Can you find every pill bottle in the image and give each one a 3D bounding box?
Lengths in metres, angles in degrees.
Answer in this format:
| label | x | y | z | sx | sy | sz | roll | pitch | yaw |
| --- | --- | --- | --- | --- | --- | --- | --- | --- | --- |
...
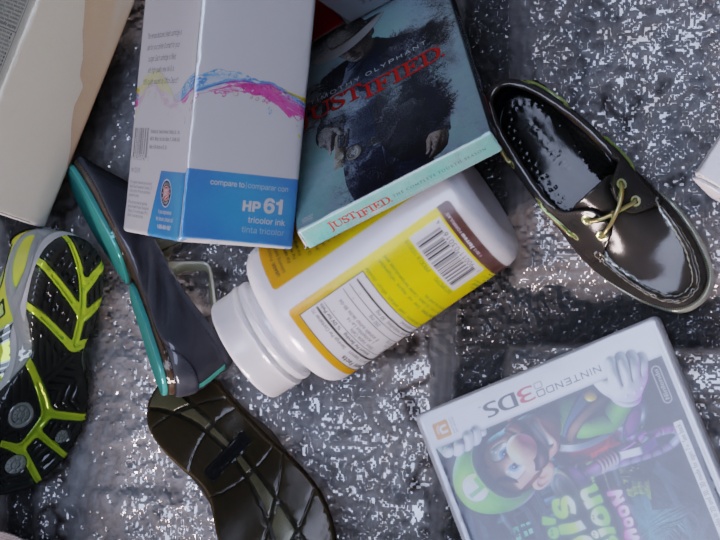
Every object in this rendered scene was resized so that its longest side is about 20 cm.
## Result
| label | x | y | z | sx | sy | sz | roll | pitch | yaw |
| --- | --- | --- | --- | --- | --- | --- | --- | --- | --- |
| pill bottle | 0.000 | 0.000 | 1.406 | 0.200 | 0.109 | 0.109 | -34 | 77 | 11 |

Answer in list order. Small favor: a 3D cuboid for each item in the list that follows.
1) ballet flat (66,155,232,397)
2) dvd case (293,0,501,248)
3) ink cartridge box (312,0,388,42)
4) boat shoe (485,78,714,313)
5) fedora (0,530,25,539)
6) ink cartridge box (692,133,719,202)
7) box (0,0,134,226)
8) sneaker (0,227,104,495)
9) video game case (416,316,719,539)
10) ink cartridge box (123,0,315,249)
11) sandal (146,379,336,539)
| label | x | y | z | sx | sy | sz | roll | pitch | yaw |
| --- | --- | --- | --- | --- | --- | --- | --- | --- | --- |
| ballet flat | -0.144 | -0.003 | 1.475 | 0.073 | 0.073 | 0.200 | -32 | 67 | 12 |
| dvd case | 0.011 | -0.114 | 1.397 | 0.146 | 0.022 | 0.200 | -26 | 39 | 14 |
| ink cartridge box | -0.026 | -0.282 | 1.437 | 0.175 | 0.084 | 0.200 | -30 | 72 | 11 |
| boat shoe | 0.155 | -0.050 | 1.389 | 0.072 | 0.061 | 0.201 | -45 | 75 | 9 |
| fedora | -0.320 | 0.224 | 1.477 | 0.200 | 0.177 | 0.090 | -40 | 47 | 10 |
| ink cartridge box | 0.302 | -0.117 | 1.306 | 0.086 | 0.146 | 0.200 | 31 | 95 | 14 |
| box | -0.242 | -0.143 | 1.488 | 0.095 | 0.078 | 0.200 | 27 | 95 | 49 |
| sneaker | -0.240 | 0.065 | 1.503 | 0.076 | 0.075 | 0.200 | 25 | 100 | 51 |
| video game case | 0.154 | 0.156 | 1.393 | 0.182 | 0.023 | 0.200 | -24 | 80 | 14 |
| ink cartridge box | -0.094 | -0.119 | 1.384 | 0.085 | 0.145 | 0.200 | 3 | 93 | -21 |
| sandal | -0.079 | 0.152 | 1.451 | 0.082 | 0.055 | 0.200 | -45 | 61 | 3 |
